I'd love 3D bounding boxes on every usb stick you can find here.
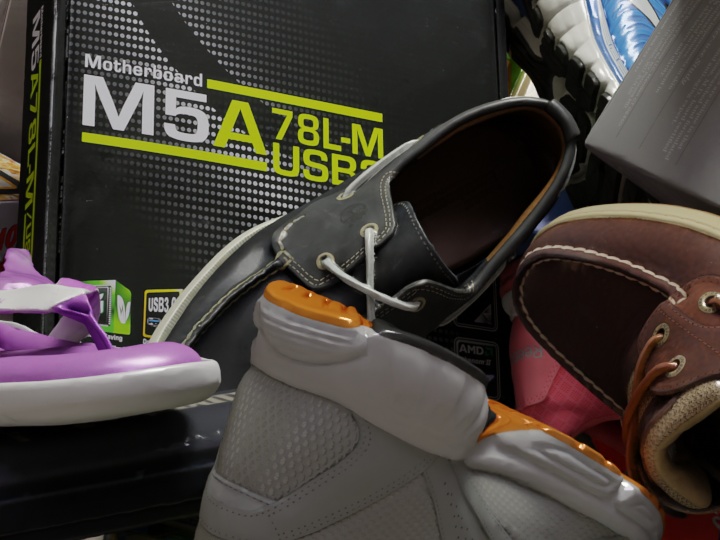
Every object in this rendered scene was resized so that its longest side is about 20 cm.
[{"bbox_3d":[-0.049,0.056,0.620,0.199,0.033,0.055,-7,19,-37],"label":"usb stick"}]

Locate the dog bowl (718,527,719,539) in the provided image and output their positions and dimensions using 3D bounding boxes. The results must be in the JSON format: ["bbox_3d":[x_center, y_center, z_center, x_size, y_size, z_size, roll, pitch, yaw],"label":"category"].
[{"bbox_3d":[0.218,0.095,0.660,0.199,0.079,0.200,0,26,0],"label":"dog bowl"}]

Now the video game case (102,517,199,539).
[{"bbox_3d":[0.017,0.114,0.606,0.199,0.023,0.182,15,17,-7],"label":"video game case"}]

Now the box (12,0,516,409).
[{"bbox_3d":[-0.034,-0.040,0.788,0.199,0.194,0.047,10,-21,-24],"label":"box"}]

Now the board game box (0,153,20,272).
[{"bbox_3d":[-0.233,-0.033,0.790,0.151,0.047,0.200,28,20,35],"label":"board game box"}]

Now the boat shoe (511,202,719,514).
[{"bbox_3d":[0.111,0.038,0.613,0.072,0.072,0.200,-23,39,-35],"label":"boat shoe"}]

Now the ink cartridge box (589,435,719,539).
[{"bbox_3d":[0.198,0.086,0.817,0.199,0.050,0.162,17,16,-10],"label":"ink cartridge box"}]

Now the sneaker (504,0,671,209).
[{"bbox_3d":[0.120,-0.085,0.836,0.089,0.079,0.201,-14,65,-15],"label":"sneaker"}]

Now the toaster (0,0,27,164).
[{"bbox_3d":[-0.111,-0.112,0.900,0.129,0.201,0.114,13,37,-11],"label":"toaster"}]

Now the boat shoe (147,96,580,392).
[{"bbox_3d":[0.000,0.000,0.725,0.200,0.072,0.068,-37,3,-26],"label":"boat shoe"}]

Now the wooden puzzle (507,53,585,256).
[{"bbox_3d":[0.069,-0.049,0.888,0.184,0.201,0.046,16,-27,13],"label":"wooden puzzle"}]

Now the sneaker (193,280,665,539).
[{"bbox_3d":[0.016,0.076,0.576,0.076,0.092,0.200,22,-7,40],"label":"sneaker"}]

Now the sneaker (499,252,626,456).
[{"bbox_3d":[0.141,0.052,0.795,0.199,0.087,0.074,13,-22,-21],"label":"sneaker"}]

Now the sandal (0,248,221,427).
[{"bbox_3d":[-0.116,0.019,0.625,0.082,0.050,0.202,-10,6,-34],"label":"sandal"}]

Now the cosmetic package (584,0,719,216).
[{"bbox_3d":[0.175,-0.030,0.679,0.107,0.090,0.200,32,0,-28],"label":"cosmetic package"}]
